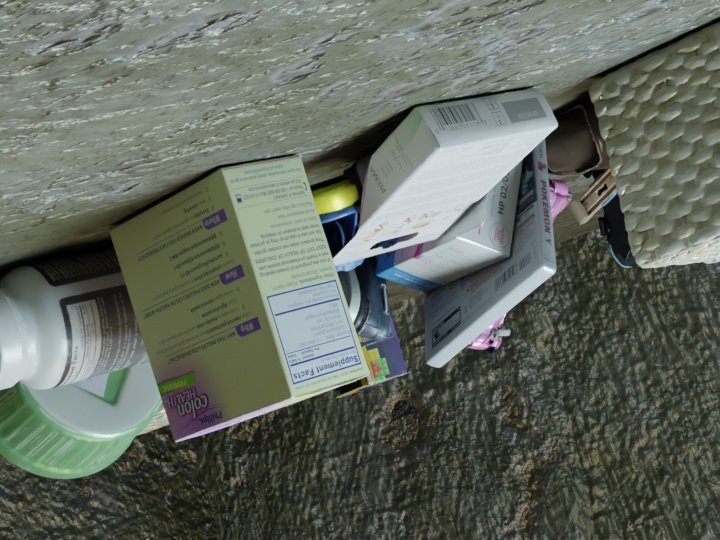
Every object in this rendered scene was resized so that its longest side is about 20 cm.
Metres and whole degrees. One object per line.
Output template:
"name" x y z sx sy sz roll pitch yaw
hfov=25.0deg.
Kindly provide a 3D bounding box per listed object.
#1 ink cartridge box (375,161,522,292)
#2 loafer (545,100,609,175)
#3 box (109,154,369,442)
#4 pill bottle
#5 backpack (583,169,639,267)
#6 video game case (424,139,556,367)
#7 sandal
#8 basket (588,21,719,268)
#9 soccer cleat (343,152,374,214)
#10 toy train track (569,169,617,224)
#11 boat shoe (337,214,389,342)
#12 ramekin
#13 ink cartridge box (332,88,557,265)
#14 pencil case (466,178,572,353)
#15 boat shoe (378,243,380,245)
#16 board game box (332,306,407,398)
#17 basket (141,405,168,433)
"ink cartridge box" 0.099 -0.061 1.633 0.067 0.117 0.199 19 158 -25
"loafer" 0.218 -0.126 1.665 0.070 0.074 0.200 -18 175 -10
"box" -0.108 0.026 1.414 0.096 0.202 0.175 -12 172 -45
"pill bottle" -0.273 0.045 1.521 0.198 0.118 0.116 -14 174 -39
"backpack" 0.364 -0.112 1.780 0.198 0.178 0.153 -20 -179 -33
"video game case" 0.127 -0.024 1.657 0.023 0.184 0.200 20 139 -25
"sandal" -0.044 -0.032 1.693 0.079 0.088 0.200 -18 177 -16
"basket" 0.341 -0.120 1.499 0.199 0.201 0.160 -21 170 42
"soccer cleat" 0.041 -0.078 1.575 0.085 0.071 0.200 -18 175 6
"toy train track" 0.269 -0.104 1.708 0.032 0.116 0.200 -22 163 -32
"boat shoe" 0.000 0.000 1.733 0.061 0.201 0.075 23 119 -20
"ramekin" -0.288 0.098 1.626 0.198 0.202 0.097 -14 167 -39
"ink cartridge box" 0.062 -0.083 1.462 0.160 0.051 0.200 -15 161 -42
"pencil case" 0.150 -0.014 1.720 0.086 0.202 0.083 25 -174 11
"boat shoe" -0.057 -0.022 1.830 0.198 0.072 0.072 -17 175 -17
"board game box" -0.014 0.046 1.995 0.056 0.203 0.165 -14 175 -18
"basket" -0.233 0.092 1.872 0.198 0.163 0.198 -20 174 6
